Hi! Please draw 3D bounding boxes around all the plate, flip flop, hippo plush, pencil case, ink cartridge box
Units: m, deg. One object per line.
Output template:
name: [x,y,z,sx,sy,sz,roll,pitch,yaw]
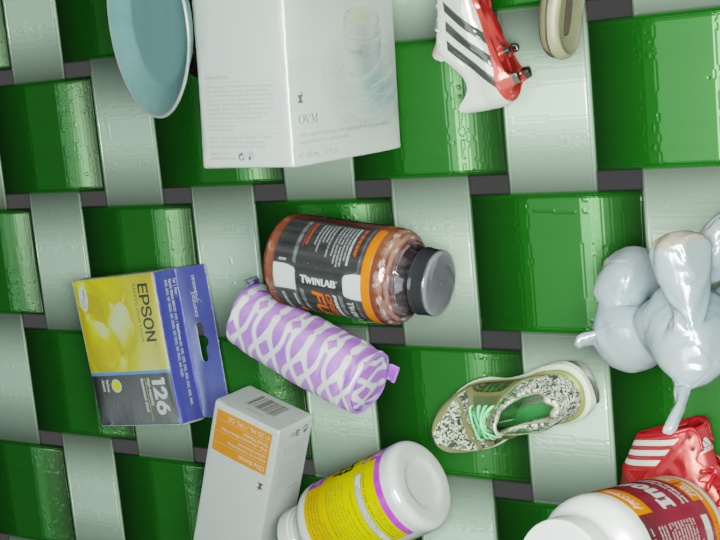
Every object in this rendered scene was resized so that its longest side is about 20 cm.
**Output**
plate: [-0.213,-0.258,1.318,0.200,0.026,0.201,28,125,51]
flip flop: [0.208,-0.295,1.193,0.057,0.081,0.200,17,114,35]
hippo plush: [0.301,0.048,1.193,0.161,0.159,0.201,173,100,-65]
pencil case: [-0.061,0.087,1.452,0.200,0.085,0.084,30,111,26]
ink cartridge box: [-0.267,0.099,1.618,0.200,0.047,0.198,-6,96,37]

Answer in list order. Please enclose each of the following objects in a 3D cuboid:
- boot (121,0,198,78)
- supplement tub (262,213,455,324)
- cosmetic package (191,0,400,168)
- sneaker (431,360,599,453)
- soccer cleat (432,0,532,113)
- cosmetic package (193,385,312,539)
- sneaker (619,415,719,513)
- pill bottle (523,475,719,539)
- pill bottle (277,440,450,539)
boot: [-0.174,-0.221,1.429,0.200,0.138,0.077,52,123,13]
supplement tub: [0.000,0.000,1.380,0.200,0.107,0.107,9,105,33]
cosmetic package: [-0.062,-0.215,1.318,0.123,0.199,0.200,2,102,34]
sneaker: [0.144,0.148,1.325,0.200,0.089,0.077,-26,85,35]
soccer cleat: [0.101,-0.254,1.283,0.085,0.069,0.200,-21,93,31]
cosmetic package: [-0.132,0.254,1.544,0.101,0.071,0.200,21,112,28]
sneaker: [0.340,0.210,1.216,0.200,0.078,0.116,18,111,28]
pill bottle: [0.234,0.250,1.141,0.113,0.200,0.113,0,90,42]
pill bottle: [-0.002,0.273,1.440,0.200,0.104,0.104,-31,83,34]
